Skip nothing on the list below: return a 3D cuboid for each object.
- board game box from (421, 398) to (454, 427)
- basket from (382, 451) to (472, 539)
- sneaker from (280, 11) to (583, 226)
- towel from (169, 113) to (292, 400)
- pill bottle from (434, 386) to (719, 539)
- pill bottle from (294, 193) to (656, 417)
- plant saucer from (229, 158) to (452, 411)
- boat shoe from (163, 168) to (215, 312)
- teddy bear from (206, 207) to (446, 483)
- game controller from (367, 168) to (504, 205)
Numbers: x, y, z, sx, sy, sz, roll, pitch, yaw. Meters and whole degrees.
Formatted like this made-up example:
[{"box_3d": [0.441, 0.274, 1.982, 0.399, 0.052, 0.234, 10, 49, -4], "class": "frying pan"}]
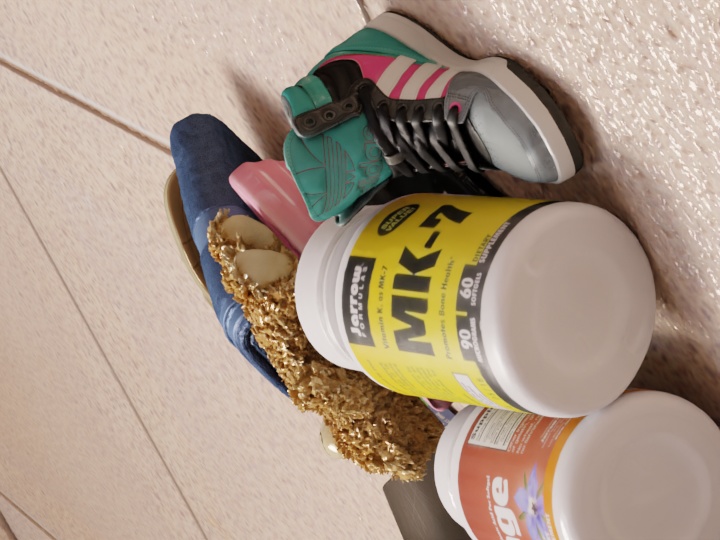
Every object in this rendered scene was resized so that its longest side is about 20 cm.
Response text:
[{"box_3d": [0.102, 0.183, 1.972, 0.200, 0.034, 0.136, 42, 160, 35], "class": "board game box"}, {"box_3d": [0.109, 0.195, 1.790, 0.136, 0.180, 0.201, -39, 78, 45], "class": "basket"}, {"box_3d": [0.022, -0.070, 1.545, 0.200, 0.121, 0.084, 30, 151, 53], "class": "sneaker"}, {"box_3d": [-0.074, -0.008, 1.886, 0.112, 0.048, 0.201, 45, -161, -44], "class": "towel"}, {"box_3d": [0.119, 0.118, 1.613, 0.113, 0.112, 0.200, 58, 162, -13], "class": "pill bottle"}, {"box_3d": [0.058, 0.016, 1.573, 0.199, 0.114, 0.115, 5, 130, 54], "class": "pill bottle"}, {"box_3d": [0.000, 0.000, 1.799, 0.201, 0.051, 0.201, 47, 178, 2], "class": "plant saucer"}, {"box_3d": [-0.087, 0.006, 2.074, 0.201, 0.071, 0.064, 59, 162, -20], "class": "boat shoe"}, {"box_3d": [-0.030, 0.049, 1.715, 0.200, 0.067, 0.145, 50, 179, -43], "class": "teddy bear"}, {"box_3d": [0.066, -0.019, 1.687, 0.200, 0.042, 0.105, 45, 147, 27], "class": "game controller"}]
